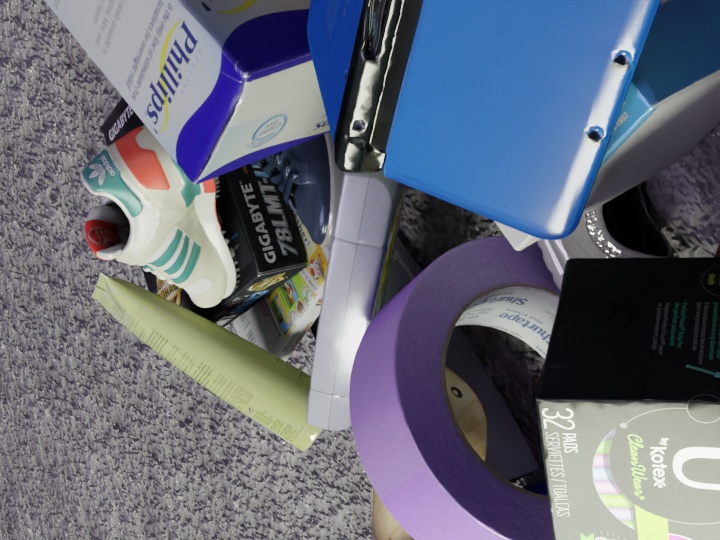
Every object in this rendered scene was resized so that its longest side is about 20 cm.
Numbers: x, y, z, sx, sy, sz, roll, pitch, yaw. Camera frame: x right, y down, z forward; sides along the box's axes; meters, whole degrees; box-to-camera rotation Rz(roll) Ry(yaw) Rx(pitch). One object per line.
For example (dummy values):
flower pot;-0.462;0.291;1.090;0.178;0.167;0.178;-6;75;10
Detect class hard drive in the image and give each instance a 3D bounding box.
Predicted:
hard drive;0.038;0.085;1.200;0.201;0.042;0.135;59;145;6

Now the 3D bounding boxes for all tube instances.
tube;-0.112;0.062;1.209;0.199;0.052;0.058;31;120;-4

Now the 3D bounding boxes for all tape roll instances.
tape roll;0.095;0.083;0.986;0.201;0.199;0.066;57;146;7

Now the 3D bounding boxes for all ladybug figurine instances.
ladybug figurine;0.045;0.129;1.084;0.200;0.071;0.137;91;-177;-68

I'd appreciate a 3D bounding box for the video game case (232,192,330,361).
video game case;-0.081;-0.045;1.249;0.201;0.023;0.182;65;148;20

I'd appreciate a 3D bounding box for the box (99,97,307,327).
box;-0.128;-0.062;1.254;0.200;0.049;0.200;-34;73;58

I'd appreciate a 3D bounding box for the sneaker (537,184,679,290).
sneaker;0.126;-0.074;0.966;0.082;0.075;0.201;-20;108;49

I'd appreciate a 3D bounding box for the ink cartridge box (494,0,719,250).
ink cartridge box;0.105;-0.149;0.864;0.201;0.146;0.147;55;145;11

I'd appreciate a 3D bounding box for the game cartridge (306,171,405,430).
game cartridge;0.000;0.000;1.060;0.040;0.134;0.201;14;125;7

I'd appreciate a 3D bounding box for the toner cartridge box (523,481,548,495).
toner cartridge box;0.081;0.204;1.087;0.095;0.199;0.043;-23;95;56

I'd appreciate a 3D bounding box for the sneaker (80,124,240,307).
sneaker;-0.143;-0.030;1.113;0.071;0.093;0.200;58;166;28

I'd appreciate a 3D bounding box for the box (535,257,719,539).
box;0.202;0.085;0.832;0.198;0.125;0.149;0;126;16

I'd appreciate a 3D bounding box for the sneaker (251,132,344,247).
sneaker;-0.071;-0.099;1.130;0.075;0.084;0.201;114;141;-51

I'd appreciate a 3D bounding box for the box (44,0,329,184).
box;-0.084;-0.182;1.050;0.200;0.183;0.105;50;137;16

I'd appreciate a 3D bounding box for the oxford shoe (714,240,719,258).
oxford shoe;0.232;0.053;0.907;0.074;0.070;0.201;26;133;33

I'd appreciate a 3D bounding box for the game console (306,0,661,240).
game console;0.054;-0.141;0.792;0.201;0.117;0.171;105;159;-43
